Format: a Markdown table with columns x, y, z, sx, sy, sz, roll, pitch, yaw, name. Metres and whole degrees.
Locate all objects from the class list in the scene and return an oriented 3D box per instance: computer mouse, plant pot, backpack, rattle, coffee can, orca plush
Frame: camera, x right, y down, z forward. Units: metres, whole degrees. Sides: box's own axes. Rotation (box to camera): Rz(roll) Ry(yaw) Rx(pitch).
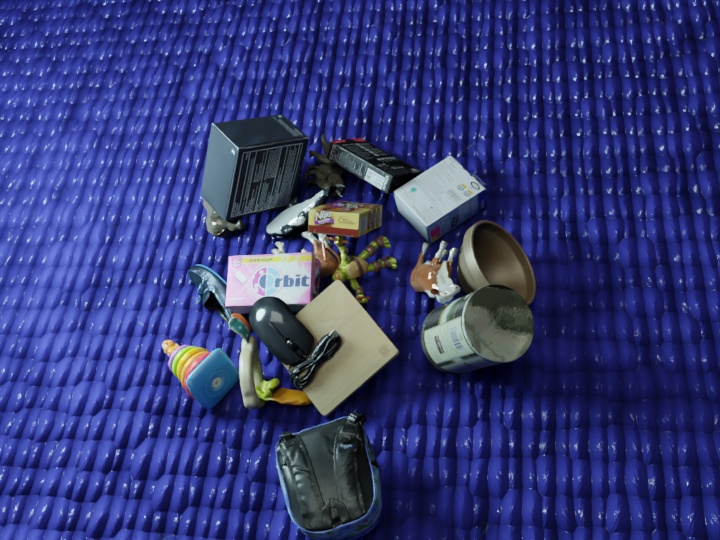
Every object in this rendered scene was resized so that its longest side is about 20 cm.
| x | y | z | sx | sy | sz | roll | pitch | yaw | name |
| --- | --- | --- | --- | --- | --- | --- | --- | --- | --- |
| -0.150 | 0.125 | 1.571 | 0.200 | 0.053 | 0.139 | 41 | 90 | 17 | computer mouse |
| 0.269 | 0.004 | 1.641 | 0.093 | 0.201 | 0.201 | -35 | 46 | 38 | plant pot |
| -0.049 | 0.396 | 1.440 | 0.183 | 0.147 | 0.200 | -16 | 52 | -1 | backpack |
| -0.188 | 0.180 | 1.600 | 0.143 | 0.130 | 0.200 | -9 | 77 | 19 | rattle |
| 0.222 | 0.119 | 1.509 | 0.146 | 0.200 | 0.147 | 5 | 76 | -18 | coffee can |
| -0.126 | -0.126 | 1.829 | 0.200 | 0.071 | 0.105 | -40 | 34 | 14 | orca plush |

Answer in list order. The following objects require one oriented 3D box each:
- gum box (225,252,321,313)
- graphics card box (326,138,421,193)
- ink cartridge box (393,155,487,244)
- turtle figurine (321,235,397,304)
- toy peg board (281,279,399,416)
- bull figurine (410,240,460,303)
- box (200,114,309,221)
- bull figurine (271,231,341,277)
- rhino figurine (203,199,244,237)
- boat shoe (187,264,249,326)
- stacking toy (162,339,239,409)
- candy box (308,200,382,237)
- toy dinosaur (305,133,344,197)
| x | y | z | sx | sy | sz | roll | pitch | yaw | name |
| --- | --- | --- | --- | --- | --- | --- | --- | --- | --- |
| -0.182 | 0.028 | 1.674 | 0.200 | 0.066 | 0.114 | -2 | 72 | 12 | gum box |
| 0.032 | -0.253 | 1.867 | 0.200 | 0.051 | 0.125 | 32 | 28 | 27 | graphics card box |
| 0.198 | -0.172 | 1.804 | 0.200 | 0.076 | 0.136 | -34 | 58 | -10 | ink cartridge box |
| 0.000 | 0.000 | 1.721 | 0.161 | 0.064 | 0.200 | -27 | 96 | -24 | turtle figurine |
| -0.049 | 0.163 | 1.620 | 0.200 | 0.098 | 0.199 | -41 | 74 | 2 | toy peg board |
| 0.157 | 0.005 | 1.637 | 0.065 | 0.200 | 0.122 | 24 | 85 | -18 | bull figurine |
| -0.250 | -0.244 | 1.820 | 0.198 | 0.200 | 0.123 | -18 | 49 | -40 | box |
| -0.145 | -0.011 | 1.758 | 0.200 | 0.065 | 0.122 | -17 | 71 | 1 | bull figurine |
| -0.341 | -0.162 | 1.913 | 0.087 | 0.060 | 0.200 | -14 | 54 | -2 | rhino figurine |
| -0.329 | 0.056 | 1.753 | 0.200 | 0.084 | 0.069 | 34 | 58 | 30 | boat shoe |
| -0.366 | 0.198 | 1.670 | 0.200 | 0.116 | 0.110 | 26 | 62 | 37 | stacking toy |
| -0.030 | -0.117 | 1.752 | 0.117 | 0.200 | 0.057 | 7 | 103 | 15 | candy box |
| -0.082 | -0.248 | 1.922 | 0.102 | 0.077 | 0.200 | 6 | 53 | 1 | toy dinosaur |
